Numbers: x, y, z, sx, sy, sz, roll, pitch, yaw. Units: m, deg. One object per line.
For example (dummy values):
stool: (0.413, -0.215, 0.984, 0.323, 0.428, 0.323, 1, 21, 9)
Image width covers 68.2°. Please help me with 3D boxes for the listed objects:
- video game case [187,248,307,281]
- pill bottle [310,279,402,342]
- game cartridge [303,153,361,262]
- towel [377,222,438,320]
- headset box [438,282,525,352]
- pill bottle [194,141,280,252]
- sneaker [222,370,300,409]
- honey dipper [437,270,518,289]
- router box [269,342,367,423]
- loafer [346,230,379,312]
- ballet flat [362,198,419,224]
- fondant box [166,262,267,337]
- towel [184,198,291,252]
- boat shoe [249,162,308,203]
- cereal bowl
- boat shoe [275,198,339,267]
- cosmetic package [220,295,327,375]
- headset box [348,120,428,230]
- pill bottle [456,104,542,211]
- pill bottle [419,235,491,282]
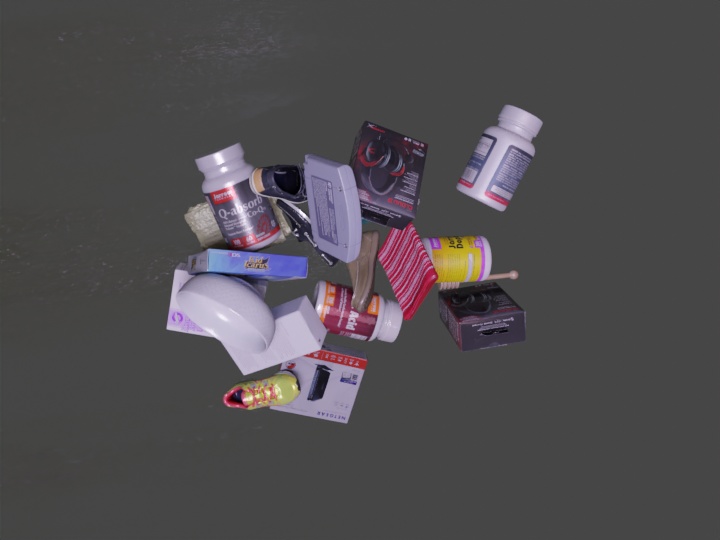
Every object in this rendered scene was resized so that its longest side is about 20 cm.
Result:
video game case: (-0.234, -0.007, 1.086, 0.199, 0.181, 0.046, 5, 84, -29)
pill bottle: (-0.012, 0.097, 1.212, 0.199, 0.114, 0.115, 14, 106, -12)
game cartridge: (-0.053, -0.121, 1.046, 0.041, 0.133, 0.201, -24, 126, -30)
towel: (0.095, -0.012, 1.129, 0.022, 0.201, 0.145, 2, 137, -27)
headset box: (0.274, 0.106, 1.207, 0.148, 0.200, 0.078, -9, 110, -3)
pill bottle: (-0.246, -0.144, 1.064, 0.115, 0.116, 0.201, -21, 111, 0)
sneaker: (-0.229, 0.286, 1.219, 0.199, 0.090, 0.079, -16, 89, 24)
honey dipper: (0.283, 0.019, 1.267, 0.198, 0.038, 0.038, -5, 109, -7)
router box: (-0.102, 0.265, 1.289, 0.199, 0.049, 0.181, 13, 106, -11)
loafer: (0.000, 0.000, 1.168, 0.067, 0.201, 0.076, 6, 148, 7)
ballet flat: (0.031, -0.141, 1.176, 0.199, 0.072, 0.072, -15, 109, -5)
fondant box: (-0.321, 0.075, 1.195, 0.199, 0.058, 0.145, 11, 107, -10)
towel: (-0.264, -0.101, 1.157, 0.199, 0.037, 0.149, -23, 110, -1)
boat shoe: (-0.136, -0.178, 1.076, 0.062, 0.200, 0.075, -7, 90, 33)
cereal bowl: (-0.247, 0.072, 1.025, 0.200, 0.200, 0.084, 40, 58, -17)
boat shoe: (-0.114, -0.083, 1.161, 0.200, 0.076, 0.060, 41, 96, -18)
cosmetic package: (-0.184, 0.140, 1.139, 0.199, 0.071, 0.102, -20, 112, 19)
headset box: (0.047, -0.185, 1.097, 0.148, 0.075, 0.201, 18, 69, -12)
pill bottle: (0.302, -0.241, 1.141, 0.119, 0.120, 0.201, 23, 104, -14)
pill bottle: (0.187, -0.024, 1.204, 0.198, 0.104, 0.105, -3, 108, -7)
